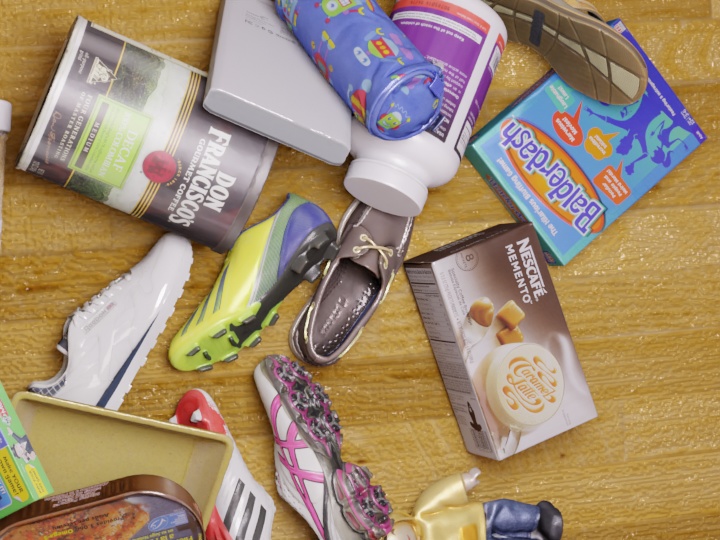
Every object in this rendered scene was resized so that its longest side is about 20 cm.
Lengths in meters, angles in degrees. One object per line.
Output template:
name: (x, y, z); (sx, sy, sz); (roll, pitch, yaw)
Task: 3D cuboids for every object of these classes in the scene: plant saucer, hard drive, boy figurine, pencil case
plant saucer: (-0.235, 0.202, 1.506); (0.199, 0.048, 0.201); (14, 112, -14)
hard drive: (-0.069, -0.178, 1.505); (0.131, 0.200, 0.026); (22, 123, -14)
boy figurine: (0.093, 0.251, 1.615); (0.199, 0.064, 0.125); (4, 93, -17)
pencil case: (0.001, -0.200, 1.486); (0.087, 0.078, 0.200); (-33, 55, -5)

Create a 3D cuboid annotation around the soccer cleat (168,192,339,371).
soccer cleat: (-0.108, 0.012, 1.566); (0.200, 0.065, 0.084); (-44, 62, -1)

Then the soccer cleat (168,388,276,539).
soccer cleat: (-0.122, 0.206, 1.559); (0.085, 0.069, 0.201); (-8, 78, -46)

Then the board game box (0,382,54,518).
board game box: (-0.359, 0.127, 1.449); (0.134, 0.029, 0.201); (-29, 87, 32)

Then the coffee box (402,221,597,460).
coffee box: (0.134, 0.065, 1.610); (0.114, 0.080, 0.201); (-21, 97, -18)

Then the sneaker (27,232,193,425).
sneaker: (-0.221, 0.046, 1.523); (0.080, 0.076, 0.200); (30, 83, -8)

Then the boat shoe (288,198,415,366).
boat shoe: (0.000, 0.000, 1.586); (0.072, 0.060, 0.200); (32, 83, -14)

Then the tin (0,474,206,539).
tin: (-0.235, 0.245, 1.480); (0.199, 0.042, 0.112); (-14, 113, -1)

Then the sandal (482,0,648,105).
sandal: (0.193, -0.232, 1.603); (0.200, 0.080, 0.054); (33, 53, 18)

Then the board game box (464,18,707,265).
board game box: (0.220, -0.125, 1.650); (0.200, 0.045, 0.152); (-41, 100, -10)

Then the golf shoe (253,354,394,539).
golf shoe: (-0.054, 0.176, 1.567); (0.092, 0.073, 0.201); (-33, 81, 24)

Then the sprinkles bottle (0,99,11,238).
sprinkles bottle: (-0.349, -0.053, 1.488); (0.068, 0.068, 0.201); (4, 91, -15)

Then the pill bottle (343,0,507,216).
pill bottle: (0.054, -0.156, 1.555); (0.112, 0.112, 0.201); (26, 73, -14)

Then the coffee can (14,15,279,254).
coffee can: (-0.186, -0.119, 1.490); (0.199, 0.146, 0.147); (22, 85, -14)
